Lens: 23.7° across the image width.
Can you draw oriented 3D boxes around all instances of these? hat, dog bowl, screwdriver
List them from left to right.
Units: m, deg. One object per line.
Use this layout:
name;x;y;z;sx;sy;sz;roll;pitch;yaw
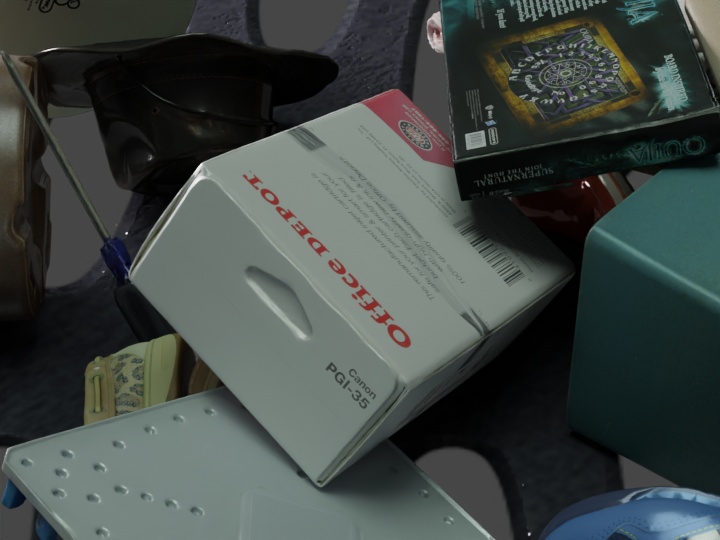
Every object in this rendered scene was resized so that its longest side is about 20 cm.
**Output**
dog bowl;-0.209;-0.203;1.135;0.199;0.201;0.079;-17;43;-13
screwdriver;-0.145;-0.031;0.943;0.028;0.201;0.029;-24;11;15
hat;-0.112;-0.089;1.072;0.199;0.201;0.082;-2;84;0

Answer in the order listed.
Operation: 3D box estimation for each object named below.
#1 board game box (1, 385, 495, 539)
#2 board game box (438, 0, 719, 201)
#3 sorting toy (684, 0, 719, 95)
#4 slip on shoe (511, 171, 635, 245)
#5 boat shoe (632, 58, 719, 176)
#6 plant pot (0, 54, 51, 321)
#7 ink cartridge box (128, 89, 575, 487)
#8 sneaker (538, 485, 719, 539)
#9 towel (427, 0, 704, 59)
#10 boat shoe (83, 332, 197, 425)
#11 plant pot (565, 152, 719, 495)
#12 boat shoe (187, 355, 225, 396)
board game box;-0.031;0.130;0.770;0.200;0.026;0.199;41;33;28
board game box;0.113;-0.108;0.922;0.134;0.028;0.201;-10;32;7
sorting toy;0.281;-0.096;0.882;0.198;0.037;0.186;5;39;-9
slip on shoe;0.123;-0.043;1.017;0.061;0.074;0.200;-35;45;-1
boat shoe;0.179;-0.089;0.972;0.199;0.069;0.075;26;26;13
plant pot;-0.281;-0.047;0.977;0.196;0.201;0.201;1;39;-4
ink cartridge box;0.000;0.000;0.869;0.147;0.083;0.200;46;33;10
sneaker;0.169;0.156;0.764;0.198;0.074;0.082;11;44;20
towel;0.151;-0.152;1.113;0.198;0.033;0.191;-4;15;-3
boat shoe;-0.118;0.109;0.859;0.062;0.074;0.201;-9;31;7
plant pot;0.226;0.044;0.846;0.199;0.142;0.141;33;53;30
boat shoe;-0.053;0.026;0.952;0.064;0.072;0.200;7;31;21
